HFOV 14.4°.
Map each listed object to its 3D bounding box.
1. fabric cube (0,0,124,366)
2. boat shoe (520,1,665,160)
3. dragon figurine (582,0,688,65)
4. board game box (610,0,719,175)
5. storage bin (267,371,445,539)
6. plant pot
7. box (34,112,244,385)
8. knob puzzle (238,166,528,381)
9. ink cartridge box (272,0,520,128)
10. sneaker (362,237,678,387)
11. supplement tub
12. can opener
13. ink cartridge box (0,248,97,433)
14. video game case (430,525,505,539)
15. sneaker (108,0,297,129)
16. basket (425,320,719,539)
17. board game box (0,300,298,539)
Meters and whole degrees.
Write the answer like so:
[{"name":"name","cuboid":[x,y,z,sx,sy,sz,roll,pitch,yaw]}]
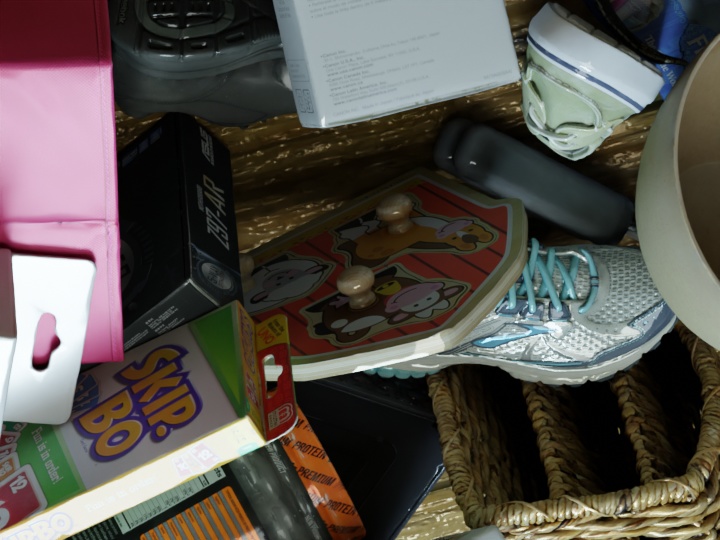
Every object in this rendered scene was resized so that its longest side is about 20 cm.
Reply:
[{"name":"fabric cube","cuboid":[-0.224,-0.078,1.425,0.199,0.196,0.200,-4,131,-7]},{"name":"boat shoe","cuboid":[0.116,-0.090,1.479,0.072,0.200,0.062,34,92,10]},{"name":"dragon figurine","cuboid":[0.101,-0.180,1.433,0.059,0.099,0.200,-23,97,7]},{"name":"board game box","cuboid":[0.245,-0.151,1.535,0.199,0.043,0.200,-28,124,12]},{"name":"storage bin","cuboid":[-0.058,0.081,1.654,0.200,0.094,0.135,19,124,-24]},{"name":"plant pot","cuboid":[0.223,-0.029,1.498,0.200,0.200,0.134,12,161,-19]},{"name":"box","cuboid":[-0.153,0.024,1.545,0.200,0.160,0.044,-37,122,21]},{"name":"knob puzzle","cuboid":[0.000,0.000,1.499,0.220,0.220,0.030,-17,114,4]},{"name":"ink cartridge box","cuboid":[0.004,-0.180,1.441,0.109,0.050,0.200,-14,97,-13]},{"name":"sneaker","cuboid":[0.079,0.016,1.570,0.200,0.078,0.086,-6,153,5]},{"name":"supplement tub","cuboid":[-0.106,0.151,1.548,0.200,0.123,0.123,-28,130,-6]},{"name":"can opener","cuboid":[0.134,-0.044,1.618,0.200,0.053,0.066,21,89,-26]},{"name":"ink cartridge box","cuboid":[-0.230,0.049,1.359,0.200,0.067,0.116,4,129,-12]},{"name":"video game case","cuboid":[-0.033,0.196,1.551,0.182,0.023,0.200,-27,180,-24]},{"name":"sneaker","cuboid":[-0.041,-0.116,1.514,0.200,0.076,0.091,2,147,-14]},{"name":"basket","cuboid":[0.135,0.082,1.615,0.143,0.200,0.149,-32,127,18]},{"name":"board game box","cuboid":[-0.125,0.084,1.432,0.200,0.096,0.030,-23,126,11]}]
